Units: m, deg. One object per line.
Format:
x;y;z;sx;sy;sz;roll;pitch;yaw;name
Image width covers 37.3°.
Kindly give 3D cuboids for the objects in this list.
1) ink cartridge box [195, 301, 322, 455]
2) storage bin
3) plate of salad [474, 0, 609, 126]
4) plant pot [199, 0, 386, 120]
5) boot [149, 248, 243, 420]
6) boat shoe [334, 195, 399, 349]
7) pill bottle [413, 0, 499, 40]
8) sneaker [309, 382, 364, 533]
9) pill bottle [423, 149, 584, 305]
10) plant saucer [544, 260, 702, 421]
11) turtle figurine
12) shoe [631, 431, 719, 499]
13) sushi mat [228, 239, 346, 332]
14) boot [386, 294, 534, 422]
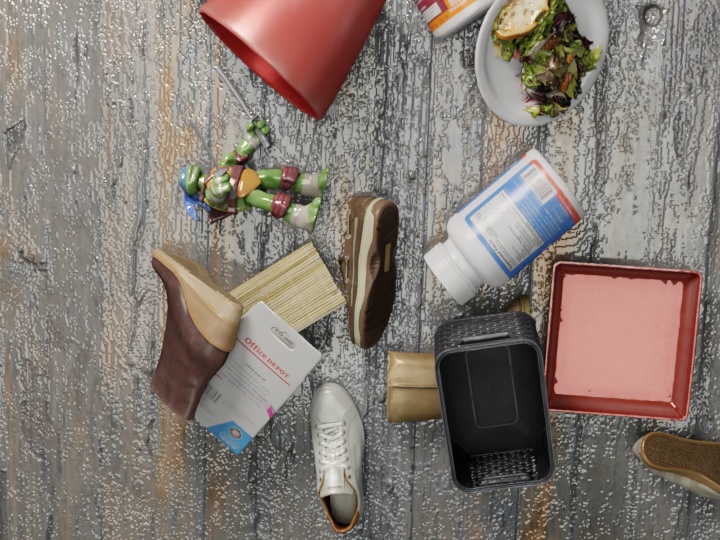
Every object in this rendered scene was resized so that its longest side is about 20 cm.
-0.140;0.132;1.420;0.115;0.068;0.200;40;113;-3;ink cartridge box
0.170;0.167;1.362;0.132;0.094;0.204;-8;108;7;storage bin
0.234;-0.275;1.334;0.196;0.048;0.204;-11;118;-21;plate of salad
-0.071;-0.320;1.321;0.200;0.200;0.178;40;89;-3;plant pot
-0.244;0.078;1.397;0.199;0.072;0.169;35;101;40;boot
0.004;-0.001;1.424;0.074;0.074;0.207;19;108;34;boat shoe
0.093;-0.402;1.328;0.113;0.114;0.202;-31;96;7;pill bottle
-0.028;0.256;1.446;0.071;0.085;0.204;-10;96;6;sneaker
0.181;-0.051;1.376;0.199;0.112;0.113;-40;94;9;pill bottle
0.345;0.092;1.425;0.195;0.037;0.204;4;98;2;plant saucer
-0.135;-0.137;1.366;0.190;0.144;0.204;15;102;-3;turtle figurine
0.460;0.265;1.440;0.196;0.053;0.071;20;67;-4;shoe
-0.118;0.049;1.433;0.198;0.012;0.097;-31;96;21;sushi mat
0.132;0.121;1.427;0.195;0.066;0.179;1;98;4;boot
